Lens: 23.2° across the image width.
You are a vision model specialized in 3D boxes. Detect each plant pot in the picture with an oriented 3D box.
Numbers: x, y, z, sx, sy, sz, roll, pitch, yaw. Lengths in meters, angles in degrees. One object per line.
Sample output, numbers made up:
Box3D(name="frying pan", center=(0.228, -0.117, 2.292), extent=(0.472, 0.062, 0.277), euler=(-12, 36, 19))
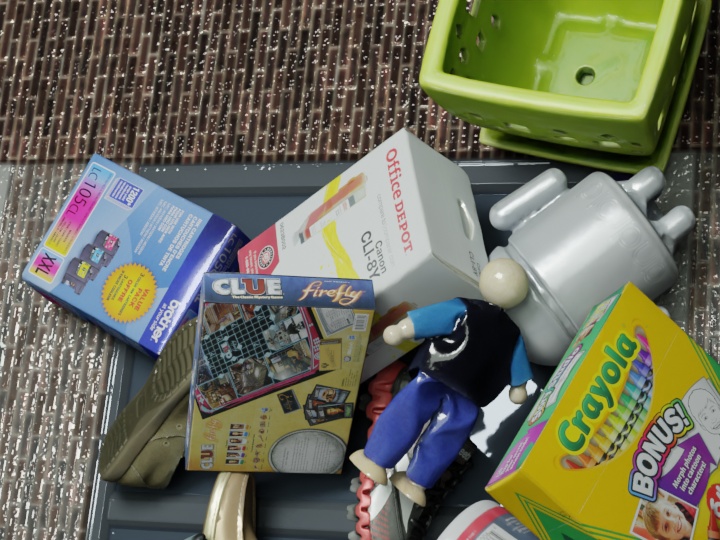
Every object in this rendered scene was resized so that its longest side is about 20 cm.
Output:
Box3D(name="plant pot", center=(0.183, -0.192, 1.463), extent=(0.198, 0.182, 0.201), euler=(12, 76, 22))

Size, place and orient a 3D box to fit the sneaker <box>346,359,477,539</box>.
Box3D(name="sneaker", center=(0.045, 0.170, 1.445), extent=(0.097, 0.071, 0.203), euler=(-1, 70, 20))

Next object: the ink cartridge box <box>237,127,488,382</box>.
Box3D(name="ink cartridge box", center=(0.000, 0.000, 1.460), extent=(0.199, 0.083, 0.146), euler=(-35, 44, 26))

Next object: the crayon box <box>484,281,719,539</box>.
Box3D(name="crayon box", center=(0.211, 0.139, 1.320), extent=(0.172, 0.058, 0.201), euler=(42, 54, -8))

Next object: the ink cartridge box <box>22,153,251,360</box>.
Box3D(name="ink cartridge box", center=(-0.185, 0.001, 1.579), extent=(0.199, 0.076, 0.137), euler=(26, 81, 23))

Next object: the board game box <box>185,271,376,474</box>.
Box3D(name="board game box", center=(-0.068, 0.086, 1.407), extent=(0.134, 0.201, 0.035), euler=(3, 44, -9))

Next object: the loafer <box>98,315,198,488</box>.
Box3D(name="loafer", center=(-0.151, 0.114, 1.503), extent=(0.200, 0.067, 0.076), euler=(-47, 31, 30))

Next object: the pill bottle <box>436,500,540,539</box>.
Box3D(name="pill bottle", center=(0.144, 0.279, 1.348), extent=(0.199, 0.120, 0.120), euler=(33, 84, 25))

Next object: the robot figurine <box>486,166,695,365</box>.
Box3D(name="robot figurine", center=(0.179, -0.001, 1.437), extent=(0.199, 0.113, 0.170), euler=(-38, 78, 3))

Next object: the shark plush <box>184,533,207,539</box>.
Box3D(name="shark plush", center=(-0.189, 0.275, 1.447), extent=(0.199, 0.083, 0.092), euler=(-31, 61, 50))

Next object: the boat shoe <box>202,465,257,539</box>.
Box3D(name="boat shoe", center=(-0.094, 0.262, 1.465), extent=(0.064, 0.071, 0.203), euler=(-1, 81, 13))

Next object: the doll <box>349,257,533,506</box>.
Box3D(name="doll", center=(0.069, 0.079, 1.370), extent=(0.201, 0.136, 0.048), euler=(-58, 23, 4))
